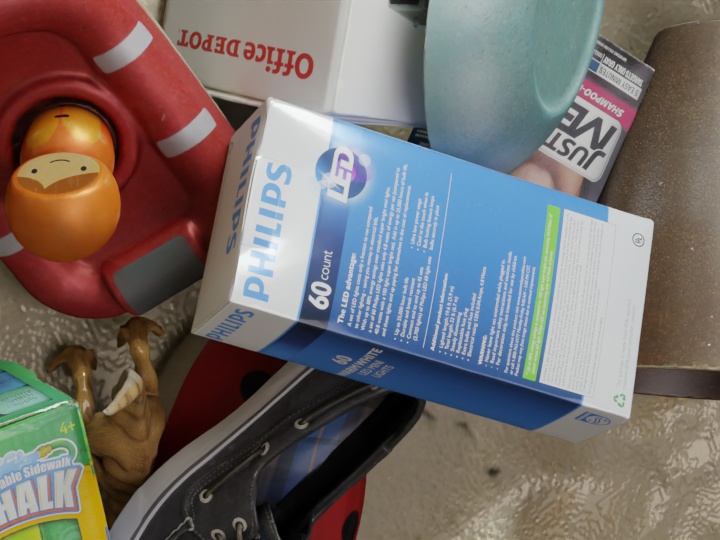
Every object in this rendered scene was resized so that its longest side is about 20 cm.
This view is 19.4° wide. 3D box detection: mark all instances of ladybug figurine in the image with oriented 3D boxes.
[{"bbox_3d":[-0.052,0.113,1.108,0.135,0.072,0.201,-3,101,-31],"label":"ladybug figurine"}]

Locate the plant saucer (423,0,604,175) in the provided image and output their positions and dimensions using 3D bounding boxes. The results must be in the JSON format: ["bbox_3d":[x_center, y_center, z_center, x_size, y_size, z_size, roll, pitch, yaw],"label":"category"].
[{"bbox_3d":[0.085,-0.132,1.027,0.201,0.039,0.202,11,90,-69],"label":"plant saucer"}]

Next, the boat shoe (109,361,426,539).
[{"bbox_3d":[-0.045,0.112,1.019,0.200,0.066,0.070,-42,128,-1],"label":"boat shoe"}]

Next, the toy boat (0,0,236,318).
[{"bbox_3d":[-0.137,-0.051,0.970,0.130,0.131,0.200,-31,118,11],"label":"toy boat"}]

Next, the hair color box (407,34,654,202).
[{"bbox_3d":[0.074,-0.044,1.161,0.100,0.060,0.200,26,86,-32],"label":"hair color box"}]

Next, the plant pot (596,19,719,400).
[{"bbox_3d":[0.208,-0.033,1.191,0.186,0.187,0.201,9,81,-33],"label":"plant pot"}]

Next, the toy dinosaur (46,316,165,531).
[{"bbox_3d":[-0.113,0.072,1.027,0.060,0.106,0.200,-9,147,-15],"label":"toy dinosaur"}]

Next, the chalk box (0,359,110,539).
[{"bbox_3d":[-0.197,0.116,0.987,0.125,0.124,0.201,-21,111,-27],"label":"chalk box"}]

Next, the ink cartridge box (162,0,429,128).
[{"bbox_3d":[-0.014,-0.177,1.025,0.083,0.147,0.201,4,99,-41],"label":"ink cartridge box"}]

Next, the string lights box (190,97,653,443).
[{"bbox_3d":[0.032,0.002,0.980,0.199,0.059,0.103,17,68,-17],"label":"string lights box"}]
